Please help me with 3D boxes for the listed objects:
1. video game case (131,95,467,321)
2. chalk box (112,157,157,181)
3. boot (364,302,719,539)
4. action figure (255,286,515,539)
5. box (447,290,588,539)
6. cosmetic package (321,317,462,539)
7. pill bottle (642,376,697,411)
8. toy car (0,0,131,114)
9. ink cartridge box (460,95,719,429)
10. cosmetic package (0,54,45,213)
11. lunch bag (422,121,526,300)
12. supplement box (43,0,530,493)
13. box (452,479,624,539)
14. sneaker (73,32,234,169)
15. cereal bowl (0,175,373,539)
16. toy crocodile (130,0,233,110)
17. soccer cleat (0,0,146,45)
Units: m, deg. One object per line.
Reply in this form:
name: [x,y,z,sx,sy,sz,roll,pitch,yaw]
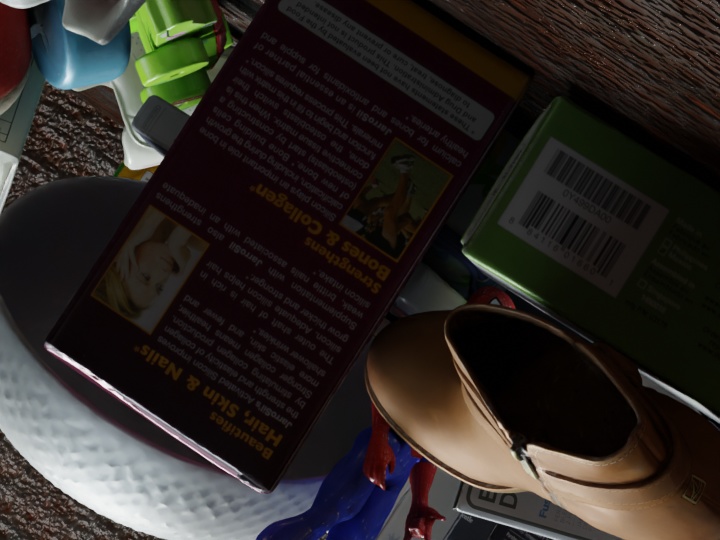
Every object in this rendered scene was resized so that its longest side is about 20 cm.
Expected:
video game case: [0.000,0.000,1.405,0.182,0.023,0.200,33,175,32]
chalk box: [-0.053,-0.036,1.956,0.124,0.124,0.200,31,176,37]
boot: [0.060,0.045,1.134,0.199,0.074,0.155,22,172,31]
action figure: [0.008,0.088,1.254,0.052,0.200,0.065,20,157,34]
box: [0.076,0.067,1.707,0.200,0.183,0.104,31,177,42]
cosmetic package: [-0.031,0.055,1.436,0.200,0.105,0.071,35,179,28]
pill bottle: [0.232,0.116,1.533,0.200,0.110,0.110,34,177,-23]
toy car: [-0.207,-0.183,1.344,0.177,0.184,0.201,60,150,35]
ink cartridge box: [0.127,0.006,1.230,0.147,0.076,0.200,32,180,7]
cosmetic package: [-0.206,-0.117,1.480,0.103,0.201,0.073,20,134,-8]
lunch bag: [0.014,-0.054,1.413,0.160,0.083,0.200,36,176,6]
supplement box: [-0.029,-0.020,1.205,0.110,0.200,0.086,33,176,1]
box: [0.148,0.102,1.262,0.199,0.060,0.117,15,179,11]
sneaker: [-0.092,-0.091,1.727,0.200,0.100,0.078,33,177,6]
cereal bowl: [-0.091,0.052,1.328,0.199,0.083,0.200,22,-146,-16]
toy crocodile: [-0.097,-0.131,1.552,0.200,0.061,0.068,103,145,-82]
soccer cleat: [-0.143,-0.162,1.247,0.070,0.087,0.200,31,176,38]
